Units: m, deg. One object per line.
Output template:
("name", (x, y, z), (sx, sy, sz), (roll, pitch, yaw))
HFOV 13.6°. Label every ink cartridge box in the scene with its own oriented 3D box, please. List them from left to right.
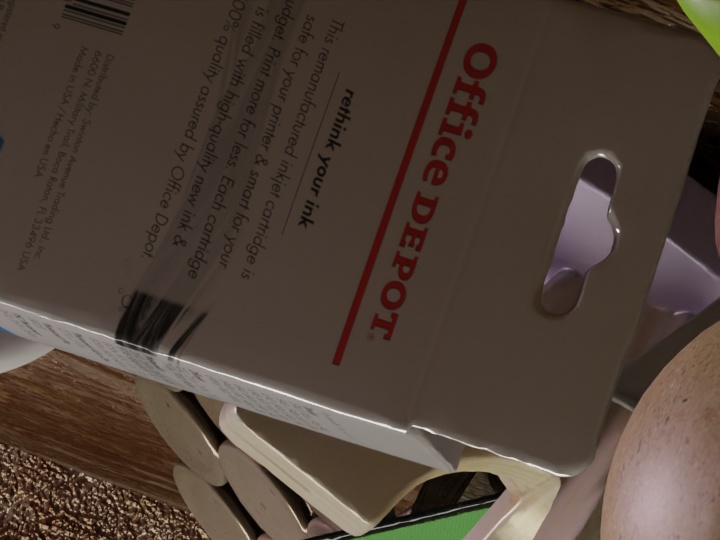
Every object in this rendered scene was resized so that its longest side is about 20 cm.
("ink cartridge box", (-0.017, -0.024, 0.750), (0.199, 0.117, 0.068), (17, 171, 14))

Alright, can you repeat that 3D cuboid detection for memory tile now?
("memory tile", (-0.021, 0.092, 1.043), (0.153, 0.017, 0.201), (36, 155, 40))

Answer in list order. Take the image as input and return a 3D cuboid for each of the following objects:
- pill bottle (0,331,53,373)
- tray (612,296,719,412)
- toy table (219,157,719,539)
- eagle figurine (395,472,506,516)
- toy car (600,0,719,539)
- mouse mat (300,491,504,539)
("pill bottle", (-0.148, -0.021, 1.025), (0.119, 0.120, 0.200), (21, 173, -12))
("tray", (0.152, 0.035, 0.691), (0.200, 0.107, 0.022), (28, 148, 56))
("toy table", (0.062, 0.052, 0.837), (0.200, 0.117, 0.184), (35, 159, 8))
("eagle figurine", (0.043, 0.070, 1.120), (0.151, 0.151, 0.200), (53, 162, 19))
("toy car", (0.106, 0.046, 0.543), (0.157, 0.201, 0.164), (20, 164, 41))
("mouse mat", (0.056, 0.140, 0.997), (0.160, 0.008, 0.200), (-14, 132, 15))
